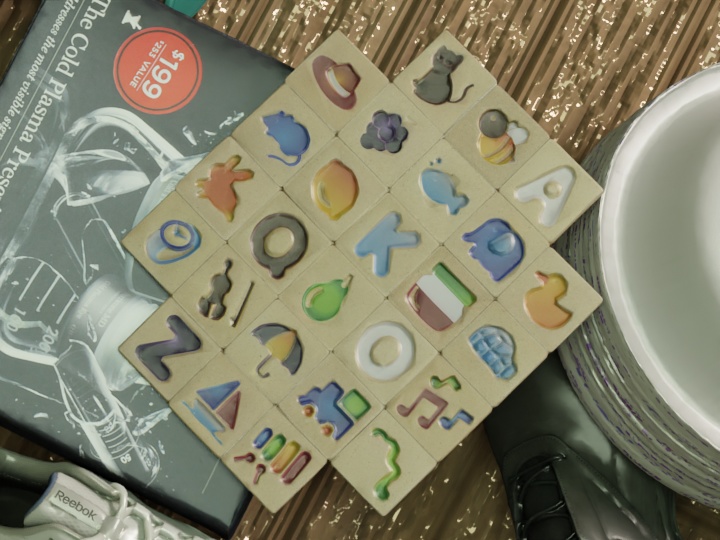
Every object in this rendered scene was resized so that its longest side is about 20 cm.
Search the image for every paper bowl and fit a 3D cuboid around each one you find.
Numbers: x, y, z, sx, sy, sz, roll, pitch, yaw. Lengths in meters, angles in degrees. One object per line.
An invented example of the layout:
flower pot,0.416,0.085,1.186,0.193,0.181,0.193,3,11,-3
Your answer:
paper bowl,0.191,0.002,1.332,0.200,0.104,0.201,8,69,-20

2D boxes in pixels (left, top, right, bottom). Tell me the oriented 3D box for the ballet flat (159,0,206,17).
ballet flat,-0.049,-0.203,1.406,0.069,0.069,0.200,44,83,4

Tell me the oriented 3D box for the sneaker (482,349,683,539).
sneaker,0.104,0.122,1.341,0.091,0.076,0.200,-22,78,-47

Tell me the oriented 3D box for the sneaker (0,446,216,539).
sneaker,-0.106,0.132,1.308,0.200,0.087,0.075,17,55,19

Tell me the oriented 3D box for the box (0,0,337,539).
box,-0.095,-0.007,1.353,0.182,0.104,0.200,26,82,0

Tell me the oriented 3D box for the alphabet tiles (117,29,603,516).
alphabet tiles,0.000,0.000,1.290,0.200,0.006,0.166,-44,81,-3
